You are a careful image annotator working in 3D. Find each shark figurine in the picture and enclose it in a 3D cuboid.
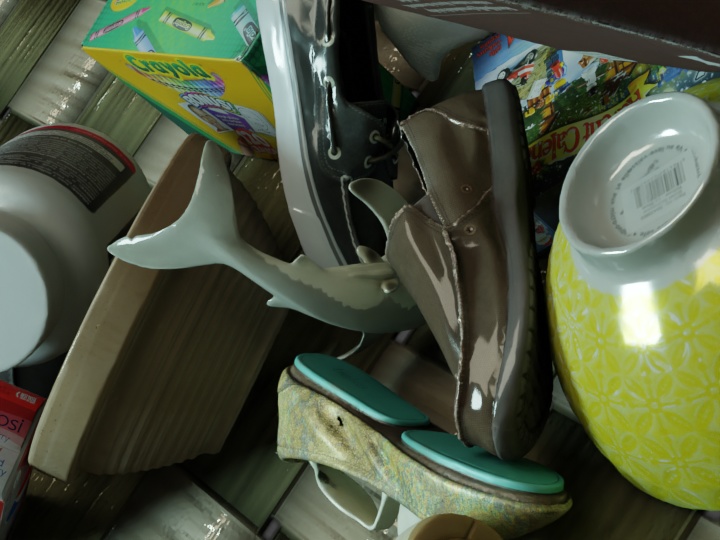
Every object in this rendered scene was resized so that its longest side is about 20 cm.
[{"bbox_3d":[-0.008,0.012,0.889,0.090,0.213,0.129,-49,57,40],"label":"shark figurine"}]

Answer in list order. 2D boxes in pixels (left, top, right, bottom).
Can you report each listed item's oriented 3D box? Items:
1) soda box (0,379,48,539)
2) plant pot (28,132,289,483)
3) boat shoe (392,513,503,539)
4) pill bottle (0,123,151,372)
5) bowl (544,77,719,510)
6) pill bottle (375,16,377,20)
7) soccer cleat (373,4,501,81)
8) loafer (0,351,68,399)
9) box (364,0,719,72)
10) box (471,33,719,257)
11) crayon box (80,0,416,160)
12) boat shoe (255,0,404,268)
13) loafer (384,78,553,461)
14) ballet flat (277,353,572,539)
[{"bbox_3d":[-0.227,0.118,1.027,0.200,0.069,0.064,124,168,-65],"label":"soda box"},{"bbox_3d":[-0.096,0.035,0.973,0.202,0.092,0.201,-64,1,3],"label":"plant pot"},{"bbox_3d":[0.016,0.204,0.753,0.069,0.073,0.202,157,131,-70],"label":"boat shoe"},{"bbox_3d":[-0.186,-0.011,0.997,0.111,0.111,0.200,-42,7,14],"label":"pill bottle"},{"bbox_3d":[0.146,-0.012,0.755,0.199,0.107,0.201,-29,41,29],"label":"bowl"},{"bbox_3d":[0.038,-0.241,1.049,0.200,0.108,0.110,-51,26,45],"label":"pill bottle"},{"bbox_3d":[0.099,-0.177,1.000,0.199,0.087,0.070,-26,42,-4],"label":"soccer cleat"},{"bbox_3d":[-0.191,0.034,1.124,0.070,0.068,0.201,-41,24,23],"label":"loafer"},{"bbox_3d":[0.100,-0.202,0.772,0.166,0.163,0.202,-155,77,-73],"label":"box"},{"bbox_3d":[0.148,-0.109,0.900,0.199,0.038,0.137,-32,39,27],"label":"box"},{"bbox_3d":[-0.072,-0.123,1.097,0.199,0.119,0.059,14,70,54],"label":"crayon box"},{"bbox_3d":[-0.008,-0.079,0.960,0.056,0.068,0.202,-12,90,30],"label":"boat shoe"},{"bbox_3d":[0.048,0.002,0.830,0.070,0.073,0.201,-8,50,9],"label":"loafer"},{"bbox_3d":[0.024,0.098,0.843,0.199,0.071,0.071,24,79,50],"label":"ballet flat"}]
